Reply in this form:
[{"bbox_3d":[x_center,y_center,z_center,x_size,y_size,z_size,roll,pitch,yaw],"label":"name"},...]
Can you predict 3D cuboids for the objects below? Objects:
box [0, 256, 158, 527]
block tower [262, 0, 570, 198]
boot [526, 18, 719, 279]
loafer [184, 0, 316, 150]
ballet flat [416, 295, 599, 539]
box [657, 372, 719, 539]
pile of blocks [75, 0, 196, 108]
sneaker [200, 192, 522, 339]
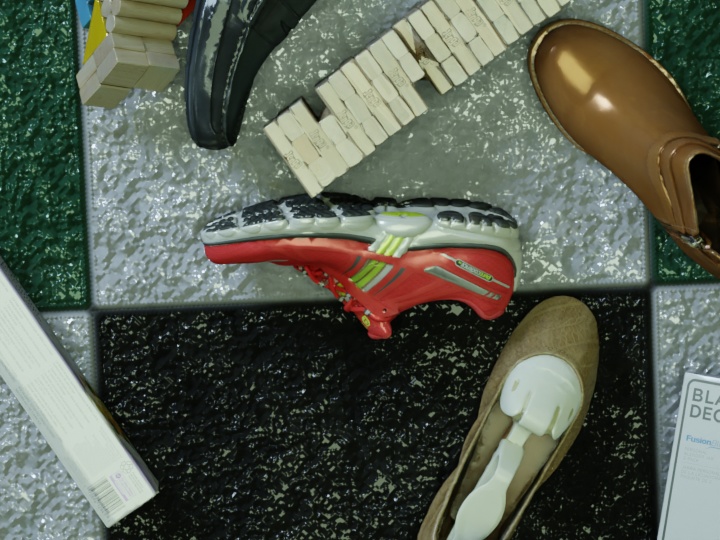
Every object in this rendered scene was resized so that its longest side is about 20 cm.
[{"bbox_3d":[-0.197,0.067,1.748,0.041,0.039,0.200,-35,96,2],"label":"box"},{"bbox_3d":[0.034,-0.128,1.720,0.200,0.054,0.058,-36,96,3],"label":"block tower"},{"bbox_3d":[0.179,-0.068,1.677,0.077,0.155,0.200,-36,96,4],"label":"boot"},{"bbox_3d":[-0.060,-0.169,1.706,0.070,0.068,0.202,14,93,7],"label":"loafer"},{"bbox_3d":[0.093,0.111,1.739,0.068,0.072,0.201,30,95,-1],"label":"ballet flat"},{"bbox_3d":[0.243,0.169,1.718,0.116,0.060,0.201,11,90,31],"label":"box"},{"bbox_3d":[-0.126,-0.197,1.714,0.062,0.082,0.201,6,107,-37],"label":"pile of blocks"},{"bbox_3d":[0.000,0.000,1.726,0.199,0.077,0.085,3,102,-1],"label":"sneaker"}]
